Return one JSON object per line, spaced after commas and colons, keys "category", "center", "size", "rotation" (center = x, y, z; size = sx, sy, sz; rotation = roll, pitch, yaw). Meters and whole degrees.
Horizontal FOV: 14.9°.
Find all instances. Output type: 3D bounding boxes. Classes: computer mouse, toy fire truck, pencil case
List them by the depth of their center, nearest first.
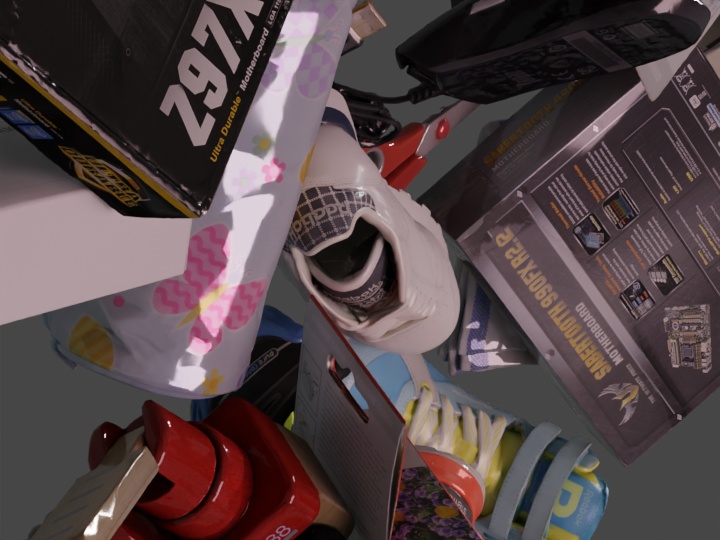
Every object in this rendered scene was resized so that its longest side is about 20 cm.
{"category": "toy fire truck", "center": [-0.109, 0.125, 1.108], "size": [0.176, 0.129, 0.200], "rotation": [-41, 141, 8]}
{"category": "pencil case", "center": [-0.066, -0.048, 1.142], "size": [0.090, 0.083, 0.201], "rotation": [11, 102, -22]}
{"category": "computer mouse", "center": [0.045, -0.111, 1.217], "size": [0.140, 0.199, 0.046], "rotation": [19, 59, -58]}

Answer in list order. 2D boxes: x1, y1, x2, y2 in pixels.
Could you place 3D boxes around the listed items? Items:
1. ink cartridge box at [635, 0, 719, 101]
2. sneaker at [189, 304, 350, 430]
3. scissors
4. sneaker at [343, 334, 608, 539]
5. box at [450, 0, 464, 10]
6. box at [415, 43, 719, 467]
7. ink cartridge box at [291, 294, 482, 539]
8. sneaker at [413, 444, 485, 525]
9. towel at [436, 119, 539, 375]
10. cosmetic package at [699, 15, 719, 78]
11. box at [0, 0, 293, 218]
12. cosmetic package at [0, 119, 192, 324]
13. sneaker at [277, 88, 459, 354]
{"category": "ink cartridge box", "center": [0.159, -0.203, 1.308], "size": [0.200, 0.047, 0.160], "rotation": [-54, 148, -11]}
{"category": "sneaker", "center": [-0.036, 0.113, 1.299], "size": [0.071, 0.082, 0.201], "rotation": [-35, 138, -45]}
{"category": "scissors", "center": [0.031, -0.069, 1.359], "size": [0.200, 0.014, 0.073], "rotation": [-48, 143, -28]}
{"category": "sneaker", "center": [0.053, 0.088, 1.381], "size": [0.200, 0.130, 0.080], "rotation": [32, 82, -59]}
{"category": "box", "center": [0.122, -0.212, 1.350], "size": [0.200, 0.079, 0.142], "rotation": [-46, 140, -34]}
{"category": "box", "center": [0.143, -0.015, 1.430], "size": [0.158, 0.048, 0.200], "rotation": [-41, 128, -1]}
{"category": "ink cartridge box", "center": [0.008, 0.119, 1.205], "size": [0.050, 0.109, 0.201], "rotation": [-7, 123, -22]}
{"category": "sneaker", "center": [0.010, 0.164, 1.368], "size": [0.200, 0.077, 0.082], "rotation": [99, 4, -55]}
{"category": "towel", "center": [0.139, -0.019, 1.471], "size": [0.199, 0.024, 0.148], "rotation": [-5, 119, -26]}
{"category": "cosmetic package", "center": [0.178, -0.057, 1.549], "size": [0.105, 0.071, 0.201], "rotation": [-35, 137, -43]}
{"category": "box", "center": [-0.085, -0.143, 1.007], "size": [0.160, 0.049, 0.201], "rotation": [42, 60, -42]}
{"category": "cosmetic package", "center": [-0.153, -0.016, 1.025], "size": [0.200, 0.082, 0.051], "rotation": [-17, 124, -55]}
{"category": "sneaker", "center": [0.000, 0.000, 1.260], "size": [0.076, 0.081, 0.200], "rotation": [-32, 147, 7]}
